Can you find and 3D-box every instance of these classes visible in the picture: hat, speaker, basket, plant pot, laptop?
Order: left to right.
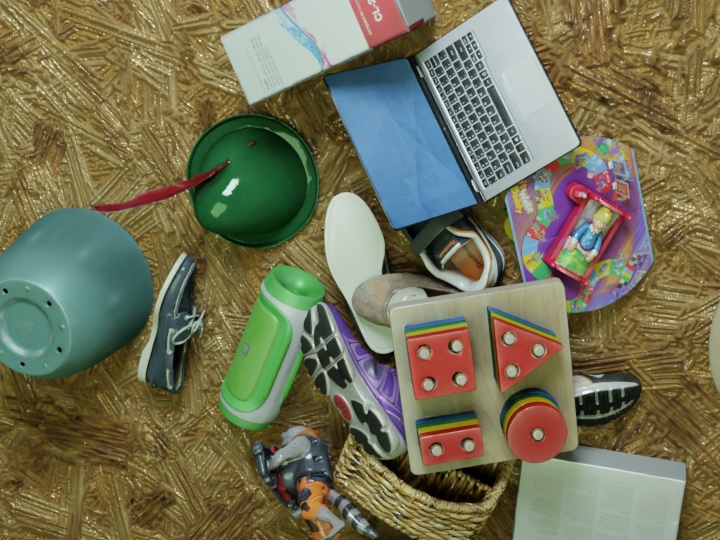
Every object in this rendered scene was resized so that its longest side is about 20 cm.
[{"bbox_3d":[-0.383,0.043,1.443,0.197,0.161,0.204,5,112,13],"label":"plant pot"},{"bbox_3d":[-0.162,-0.074,1.329,0.198,0.176,0.167,-25,102,22],"label":"hat"},{"bbox_3d":[-0.112,0.098,1.431,0.087,0.089,0.202,25,114,4],"label":"speaker"},{"bbox_3d":[0.081,0.224,1.393,0.198,0.143,0.150,28,115,3],"label":"basket"},{"bbox_3d":[0.098,-0.171,1.226,0.198,0.115,0.190,-30,78,22],"label":"laptop"}]

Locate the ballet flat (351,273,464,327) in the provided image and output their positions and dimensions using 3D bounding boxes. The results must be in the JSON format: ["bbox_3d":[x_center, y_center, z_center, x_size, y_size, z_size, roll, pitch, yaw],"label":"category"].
[{"bbox_3d":[0.089,0.045,1.332,0.196,0.067,0.069,4,105,-10],"label":"ballet flat"}]

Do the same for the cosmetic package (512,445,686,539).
[{"bbox_3d":[0.290,0.297,1.414,0.196,0.052,0.153,8,110,12],"label":"cosmetic package"}]

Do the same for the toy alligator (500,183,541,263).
[{"bbox_3d":[0.189,-0.051,1.315,0.054,0.059,0.203,19,124,54],"label":"toy alligator"}]

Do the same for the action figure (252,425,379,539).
[{"bbox_3d":[-0.051,0.283,1.451,0.103,0.195,0.201,-28,145,2],"label":"action figure"}]

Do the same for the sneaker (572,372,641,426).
[{"bbox_3d":[0.234,0.142,1.362,0.196,0.081,0.074,-8,137,0],"label":"sneaker"}]

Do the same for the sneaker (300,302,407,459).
[{"bbox_3d":[0.001,0.126,1.358,0.080,0.083,0.202,-37,83,47],"label":"sneaker"}]

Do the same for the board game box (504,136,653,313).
[{"bbox_3d":[0.249,-0.043,1.269,0.155,0.039,0.203,-17,108,-6],"label":"board game box"}]

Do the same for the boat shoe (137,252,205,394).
[{"bbox_3d":[-0.233,0.072,1.460,0.061,0.075,0.202,24,115,7],"label":"boat shoe"}]

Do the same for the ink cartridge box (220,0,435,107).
[{"bbox_3d":[-0.034,-0.264,1.242,0.197,0.146,0.084,-21,103,21],"label":"ink cartridge box"}]

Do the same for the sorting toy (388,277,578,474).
[{"bbox_3d":[0.142,0.128,1.267,0.195,0.070,0.204,-9,106,-1],"label":"sorting toy"}]

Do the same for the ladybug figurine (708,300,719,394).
[{"bbox_3d":[0.456,0.072,1.274,0.133,0.072,0.203,11,112,10],"label":"ladybug figurine"}]

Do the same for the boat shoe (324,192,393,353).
[{"bbox_3d":[0.000,0.000,1.374,0.072,0.062,0.203,-20,107,-5],"label":"boat shoe"}]

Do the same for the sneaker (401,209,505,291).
[{"bbox_3d":[0.087,-0.055,1.326,0.200,0.079,0.079,42,115,-1],"label":"sneaker"}]
